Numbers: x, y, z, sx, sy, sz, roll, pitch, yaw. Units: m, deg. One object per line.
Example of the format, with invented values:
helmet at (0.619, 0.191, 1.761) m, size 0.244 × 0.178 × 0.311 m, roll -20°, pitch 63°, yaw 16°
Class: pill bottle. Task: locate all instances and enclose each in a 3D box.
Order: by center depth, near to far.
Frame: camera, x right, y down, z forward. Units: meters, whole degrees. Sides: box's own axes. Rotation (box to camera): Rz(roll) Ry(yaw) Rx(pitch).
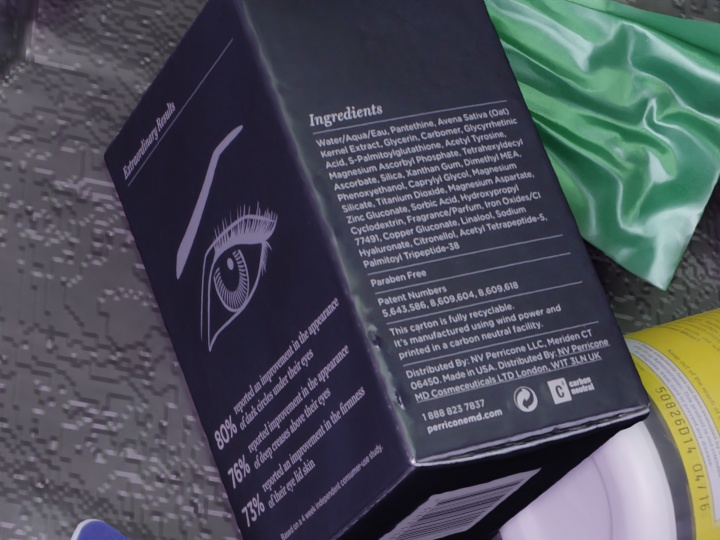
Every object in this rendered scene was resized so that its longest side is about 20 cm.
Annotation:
pill bottle at (0.158, 0.068, 1.060) m, size 0.199 × 0.112 × 0.112 m, roll -14°, pitch 72°, yaw -29°

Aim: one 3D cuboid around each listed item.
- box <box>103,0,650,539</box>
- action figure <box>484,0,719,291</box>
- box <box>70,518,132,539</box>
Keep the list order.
box at (0.000, 0.000, 0.998) m, size 0.104 × 0.148 × 0.201 m, roll -11°, pitch 71°, yaw -29°
action figure at (0.060, -0.086, 1.117) m, size 0.199 × 0.055 × 0.118 m, roll 26°, pitch 81°, yaw 1°
box at (-0.039, 0.182, 0.878) m, size 0.200 × 0.032 × 0.121 m, roll 39°, pitch 46°, yaw -19°
